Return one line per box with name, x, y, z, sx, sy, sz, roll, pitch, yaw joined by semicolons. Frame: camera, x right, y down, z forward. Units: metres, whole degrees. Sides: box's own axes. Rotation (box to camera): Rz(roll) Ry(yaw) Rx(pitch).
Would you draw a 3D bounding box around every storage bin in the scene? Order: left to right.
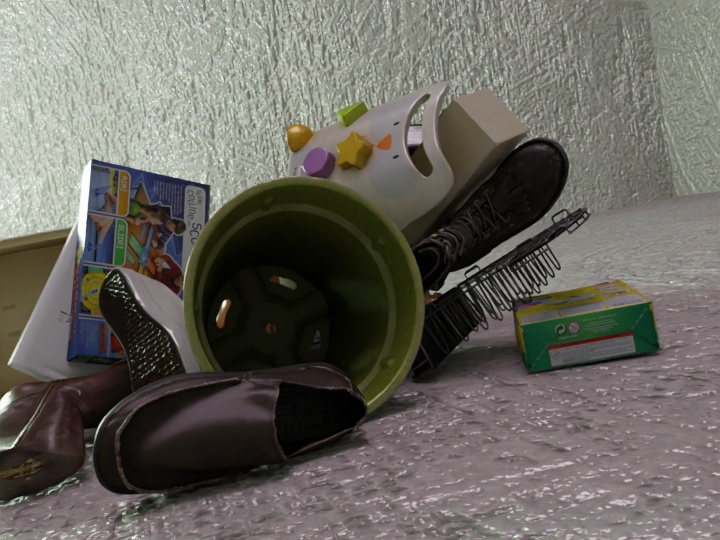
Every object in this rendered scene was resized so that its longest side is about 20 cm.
storage bin;-0.356;0.064;0.905;0.195;0.204;0.094;-11;2;-13

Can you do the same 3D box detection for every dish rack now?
dish rack;0.131;0.014;0.761;0.199;0.055;0.153;-36;-2;31

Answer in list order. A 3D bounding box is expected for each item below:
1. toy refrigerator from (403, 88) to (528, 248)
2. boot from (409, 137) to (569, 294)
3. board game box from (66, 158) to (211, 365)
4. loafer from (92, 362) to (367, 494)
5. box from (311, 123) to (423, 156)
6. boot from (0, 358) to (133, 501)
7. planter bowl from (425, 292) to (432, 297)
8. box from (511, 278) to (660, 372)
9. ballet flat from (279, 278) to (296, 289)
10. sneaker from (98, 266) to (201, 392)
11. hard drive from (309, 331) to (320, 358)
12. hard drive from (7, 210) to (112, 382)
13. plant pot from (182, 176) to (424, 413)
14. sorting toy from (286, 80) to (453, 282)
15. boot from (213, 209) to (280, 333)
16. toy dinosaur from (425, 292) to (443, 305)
toy refrigerator;0.080;-0.092;0.856;0.076;0.070;0.201;-27;-19;-48
boot;0.106;-0.037;0.776;0.200;0.069;0.174;-47;-9;30
board game box;-0.225;-0.003;0.841;0.134;0.203;0.034;11;-20;-32
loafer;-0.080;0.100;0.552;0.198;0.074;0.071;-13;2;-31
box;0.010;-0.087;1.034;0.156;0.202;0.046;-5;47;-2
boot;-0.230;0.131;0.691;0.183;0.065;0.200;-10;7;-13
planter bowl;0.023;0.043;1.066;0.197;0.085;0.200;-11;4;1
box;0.205;0.047;0.778;0.115;0.049;0.200;-11;6;10
ballet flat;-0.095;0.034;1.077;0.075;0.202;0.064;29;46;19
sneaker;-0.165;0.072;0.734;0.084;0.201;0.073;19;-63;-47
hard drive;-0.114;0.099;0.965;0.138;0.039;0.199;-14;4;-36
hard drive;-0.259;0.032;0.846;0.131;0.203;0.027;29;-29;-25
plant pot;-0.067;0.041;0.725;0.197;0.204;0.184;-12;-7;-19
sorting toy;0.018;-0.104;0.802;0.178;0.203;0.106;-22;-35;36
boot;-0.139;0.008;0.910;0.072;0.157;0.200;-9;4;5
toy dinosaur;0.036;0.035;0.916;0.198;0.102;0.058;26;-58;-37
